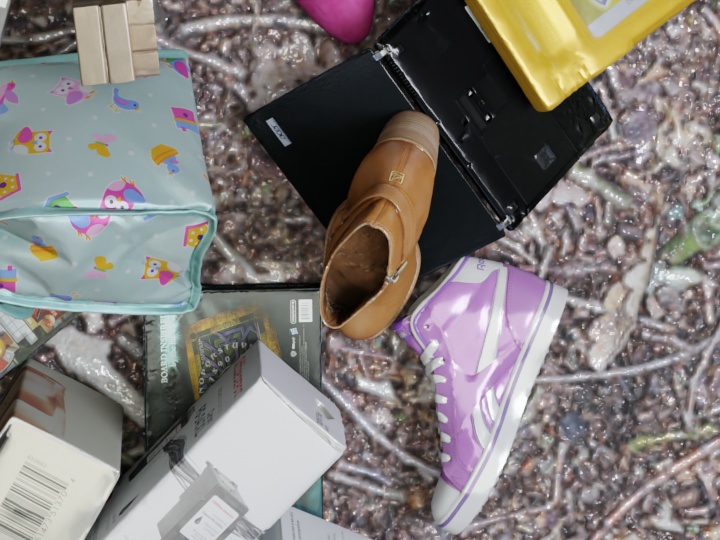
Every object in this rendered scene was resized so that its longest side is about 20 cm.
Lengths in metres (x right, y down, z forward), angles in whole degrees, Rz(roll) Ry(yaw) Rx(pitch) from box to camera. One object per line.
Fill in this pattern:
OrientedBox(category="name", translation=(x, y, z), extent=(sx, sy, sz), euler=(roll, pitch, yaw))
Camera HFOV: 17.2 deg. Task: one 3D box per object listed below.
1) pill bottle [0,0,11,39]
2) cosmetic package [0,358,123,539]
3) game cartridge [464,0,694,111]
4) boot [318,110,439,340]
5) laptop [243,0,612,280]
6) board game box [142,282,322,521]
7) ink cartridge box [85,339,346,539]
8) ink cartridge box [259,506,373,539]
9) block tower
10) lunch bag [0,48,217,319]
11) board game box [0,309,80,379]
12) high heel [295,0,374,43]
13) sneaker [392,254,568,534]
OrientedBox(category="pill bottle", translation=(-0.336, -0.217, 1.640), extent=(0.199, 0.116, 0.116), euler=(16, 98, -7))
OrientedBox(category="cosmetic package", translation=(-0.227, 0.140, 1.669), extent=(0.087, 0.200, 0.104), euler=(29, 94, -8))
OrientedBox(category="game cartridge", translation=(0.159, -0.241, 1.701), extent=(0.200, 0.032, 0.177), euler=(-38, 101, -16))
OrientedBox(category="boot", translation=(0.000, 0.000, 1.664), extent=(0.073, 0.155, 0.201), euler=(15, 125, 4))
OrientedBox(category="laptop", translation=(0.053, -0.111, 1.737), extent=(0.200, 0.103, 0.177), euler=(-47, 113, -22))
OrientedBox(category="board game box", translation=(-0.095, 0.110, 1.763), extent=(0.135, 0.028, 0.201), euler=(-1, 100, -5))
OrientedBox(category="ink cartridge box", translation=(-0.109, 0.154, 1.681), extent=(0.083, 0.145, 0.200), euler=(43, 94, -9))
OrientedBox(category="ink cartridge box", translation=(-0.001, 0.282, 1.758), extent=(0.199, 0.085, 0.145), euler=(24, 107, -12))
OrientedBox(category="block tower", translation=(-0.169, -0.174, 1.623), extent=(0.054, 0.200, 0.058), euler=(-6, 108, -6))
OrientedBox(category="lunch bag", translation=(-0.210, -0.060, 1.633), extent=(0.199, 0.171, 0.122), euler=(-2, 139, -14))
OrientedBox(category="board game box", translation=(-0.287, 0.034, 1.728), extent=(0.200, 0.023, 0.105), euler=(-40, 88, 2))
OrientedBox(category="high heel", translation=(-0.037, -0.250, 1.672), extent=(0.067, 0.096, 0.201), euler=(-19, 102, -2))
OrientedBox(category="sneaker", translation=(0.066, 0.087, 1.757), extent=(0.114, 0.073, 0.201), euler=(20, 88, -6))
